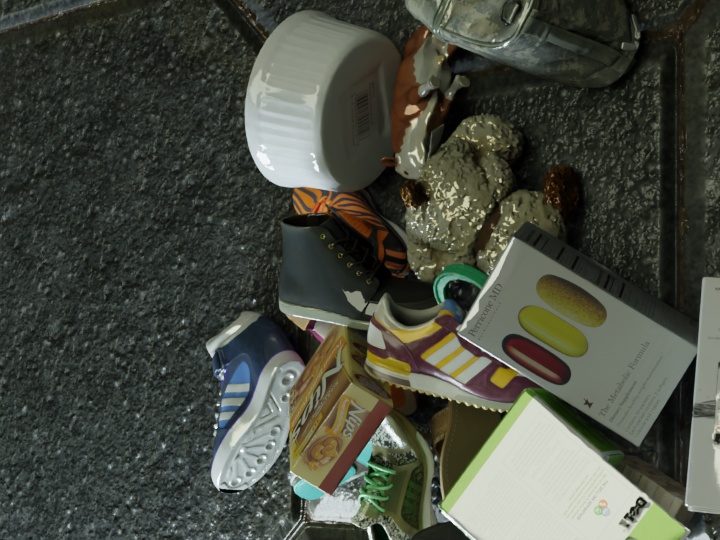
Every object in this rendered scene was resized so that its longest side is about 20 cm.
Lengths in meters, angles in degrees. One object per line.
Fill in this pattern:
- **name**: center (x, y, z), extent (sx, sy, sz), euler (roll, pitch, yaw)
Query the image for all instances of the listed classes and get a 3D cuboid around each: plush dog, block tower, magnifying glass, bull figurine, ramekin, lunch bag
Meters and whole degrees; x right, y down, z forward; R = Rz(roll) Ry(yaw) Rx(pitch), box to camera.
- **plush dog**: center (0.137, -0.051, 1.529), extent (0.170, 0.160, 0.202), euler (27, 101, 16)
- **block tower**: center (0.239, 0.198, 1.441), extent (0.199, 0.054, 0.058), euler (35, 104, 40)
- **magnifying glass**: center (0.157, 0.067, 1.496), extent (0.199, 0.022, 0.080), euler (38, 145, 8)
- **bull figurine**: center (0.074, -0.197, 1.608), extent (0.121, 0.064, 0.202), euler (-44, 33, 50)
- **ramekin**: center (-0.031, -0.184, 1.653), extent (0.097, 0.200, 0.203), euler (16, 93, 34)
- **lunch bag**: center (0.173, -0.265, 1.487), extent (0.168, 0.199, 0.140), euler (48, 116, 39)

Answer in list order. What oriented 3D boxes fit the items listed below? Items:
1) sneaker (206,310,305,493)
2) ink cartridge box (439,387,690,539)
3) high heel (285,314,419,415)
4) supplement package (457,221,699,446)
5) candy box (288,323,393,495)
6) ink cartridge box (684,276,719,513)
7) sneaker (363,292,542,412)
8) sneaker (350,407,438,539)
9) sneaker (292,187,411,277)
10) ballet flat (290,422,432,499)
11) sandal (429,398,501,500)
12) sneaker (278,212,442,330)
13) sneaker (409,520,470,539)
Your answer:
- **sneaker**: center (-0.146, 0.149, 1.776), extent (0.146, 0.080, 0.202), euler (44, 114, 45)
- **ink cartridge box**: center (0.196, 0.230, 1.382), extent (0.200, 0.076, 0.148), euler (40, 102, 22)
- **high heel**: center (0.000, 0.092, 1.685), extent (0.199, 0.096, 0.068), euler (35, 103, 17)
- **supplement package**: center (0.208, 0.056, 1.397), extent (0.199, 0.109, 0.115), euler (31, 105, 7)
- **candy box**: center (-0.024, 0.135, 1.538), extent (0.116, 0.055, 0.200), euler (-56, 12, 14)
- **ink cartridge box**: center (0.358, 0.114, 1.290), extent (0.082, 0.146, 0.203), euler (2, 84, 39)
- **sneaker**: center (0.104, 0.079, 1.463), extent (0.197, 0.075, 0.091), euler (10, 106, 2)
- **sneaker**: center (0.028, 0.235, 1.544), extent (0.076, 0.088, 0.202), euler (11, 119, 46)
- **sneaker**: center (-0.031, -0.061, 1.682), extent (0.199, 0.111, 0.078), euler (33, 104, 39)
- **ballet flat**: center (-0.002, 0.193, 1.648), extent (0.199, 0.074, 0.075), euler (-25, 67, 31)
- **sandal**: center (0.107, 0.164, 1.563), extent (0.070, 0.077, 0.215), euler (165, 106, -68)
- **sneaker**: center (0.000, 0.000, 1.568), extent (0.197, 0.075, 0.108), euler (5, 112, 19)
- **sneaker**: center (0.147, 0.282, 1.499), extent (0.199, 0.108, 0.068), euler (-18, 57, -1)
